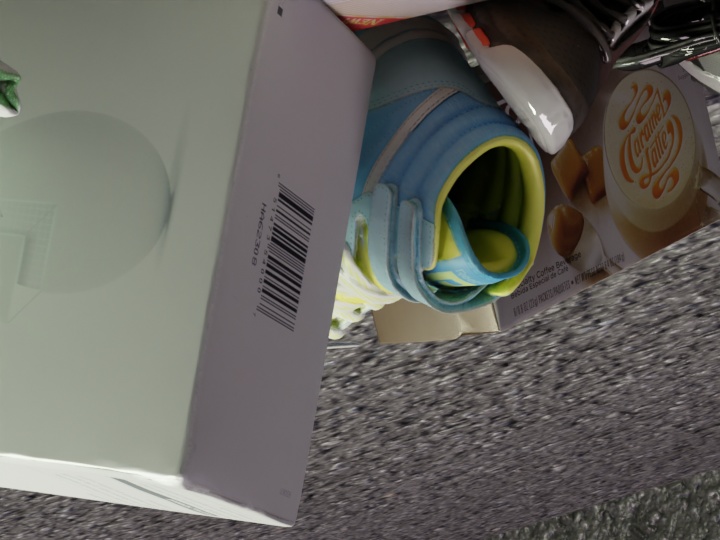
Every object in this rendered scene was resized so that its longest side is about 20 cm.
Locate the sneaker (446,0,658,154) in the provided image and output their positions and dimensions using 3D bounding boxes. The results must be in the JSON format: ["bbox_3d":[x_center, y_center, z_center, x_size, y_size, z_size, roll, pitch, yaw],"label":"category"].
[{"bbox_3d":[0.090,-0.118,0.976,0.082,0.077,0.200,-31,-161,17],"label":"sneaker"}]

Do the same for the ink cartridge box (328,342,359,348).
[{"bbox_3d":[-0.110,0.017,1.387,0.200,0.067,0.117,0,178,-34],"label":"ink cartridge box"}]

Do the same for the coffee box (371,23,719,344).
[{"bbox_3d":[0.086,-0.050,1.110,0.080,0.114,0.200,-6,-168,44],"label":"coffee box"}]

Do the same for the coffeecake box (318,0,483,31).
[{"bbox_3d":[0.069,-0.164,0.853,0.200,0.073,0.154,-12,168,5],"label":"coffeecake box"}]

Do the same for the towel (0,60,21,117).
[{"bbox_3d":[-0.230,-0.092,0.778,0.200,0.023,0.153,14,180,17],"label":"towel"}]

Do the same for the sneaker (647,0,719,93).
[{"bbox_3d":[0.228,-0.110,1.079,0.200,0.074,0.079,25,163,19],"label":"sneaker"}]

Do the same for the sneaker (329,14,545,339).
[{"bbox_3d":[0.000,0.000,0.959,0.080,0.131,0.200,16,112,-41],"label":"sneaker"}]

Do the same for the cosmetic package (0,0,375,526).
[{"bbox_3d":[-0.118,-0.015,0.898,0.200,0.200,0.123,6,168,21],"label":"cosmetic package"}]

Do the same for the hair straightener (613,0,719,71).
[{"bbox_3d":[0.183,-0.124,1.019,0.200,0.041,0.077,-11,179,23],"label":"hair straightener"}]
